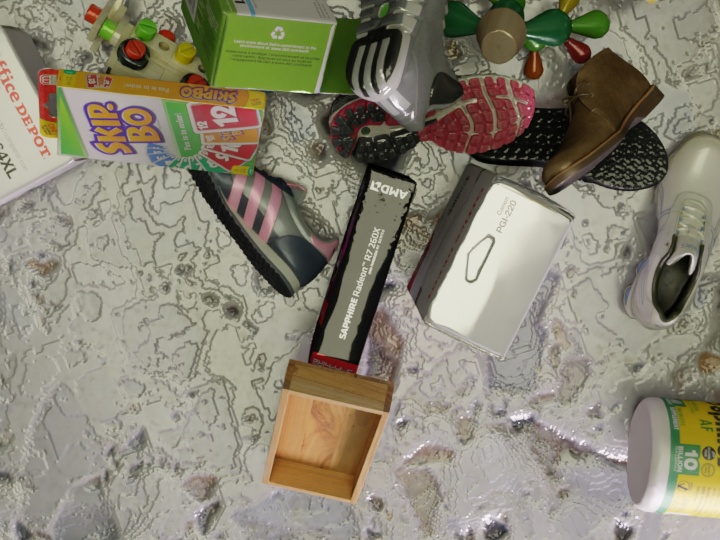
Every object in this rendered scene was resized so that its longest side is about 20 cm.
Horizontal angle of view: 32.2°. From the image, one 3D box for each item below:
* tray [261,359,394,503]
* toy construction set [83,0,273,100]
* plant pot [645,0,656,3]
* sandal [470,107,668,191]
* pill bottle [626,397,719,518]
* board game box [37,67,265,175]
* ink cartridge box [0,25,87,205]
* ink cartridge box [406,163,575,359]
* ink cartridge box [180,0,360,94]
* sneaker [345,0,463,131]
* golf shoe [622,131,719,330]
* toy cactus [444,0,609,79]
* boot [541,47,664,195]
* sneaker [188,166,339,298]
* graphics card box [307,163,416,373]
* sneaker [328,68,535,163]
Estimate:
[{"bbox_3d":[-0.034,0.157,1.191,0.098,0.200,0.037,13,54,-2],"label":"tray"},{"bbox_3d":[-0.171,-0.203,1.173,0.199,0.092,0.132,19,52,-2],"label":"toy construction set"},{"bbox_3d":[0.288,-0.356,1.130,0.201,0.201,0.189,44,111,-5],"label":"plant pot"},{"bbox_3d":[0.202,-0.124,1.223,0.199,0.048,0.076,13,83,12],"label":"sandal"},{"bbox_3d":[0.372,0.188,1.228,0.199,0.113,0.114,6,97,-1],"label":"pill bottle"},{"bbox_3d":[-0.190,-0.133,1.126,0.199,0.096,0.030,7,55,-8],"label":"board game box"},{"bbox_3d":[-0.384,-0.125,1.195,0.199,0.084,0.147,-28,97,3],"label":"ink cartridge box"},{"bbox_3d":[0.115,-0.015,1.155,0.084,0.200,0.146,26,96,-4],"label":"ink cartridge box"},{"bbox_3d":[-0.048,-0.227,1.123,0.199,0.148,0.076,0,129,-21],"label":"ink cartridge box"},{"bbox_3d":[0.054,-0.209,1.095,0.115,0.075,0.201,41,58,-41],"label":"sneaker"},{"bbox_3d":[0.320,-0.035,1.208,0.078,0.097,0.201,15,95,-1],"label":"golf shoe"},{"bbox_3d":[0.127,-0.221,1.157,0.199,0.165,0.103,17,117,2],"label":"toy cactus"},{"bbox_3d":[0.201,-0.135,1.121,0.076,0.200,0.074,49,135,-4],"label":"boot"},{"bbox_3d":[-0.101,-0.074,1.223,0.082,0.070,0.200,-37,96,-17],"label":"sneaker"},{"bbox_3d":[0.000,0.000,1.194,0.051,0.125,0.201,18,97,-2],"label":"graphics card box"},{"bbox_3d":[0.068,-0.160,1.195,0.199,0.075,0.081,-4,125,0],"label":"sneaker"}]
